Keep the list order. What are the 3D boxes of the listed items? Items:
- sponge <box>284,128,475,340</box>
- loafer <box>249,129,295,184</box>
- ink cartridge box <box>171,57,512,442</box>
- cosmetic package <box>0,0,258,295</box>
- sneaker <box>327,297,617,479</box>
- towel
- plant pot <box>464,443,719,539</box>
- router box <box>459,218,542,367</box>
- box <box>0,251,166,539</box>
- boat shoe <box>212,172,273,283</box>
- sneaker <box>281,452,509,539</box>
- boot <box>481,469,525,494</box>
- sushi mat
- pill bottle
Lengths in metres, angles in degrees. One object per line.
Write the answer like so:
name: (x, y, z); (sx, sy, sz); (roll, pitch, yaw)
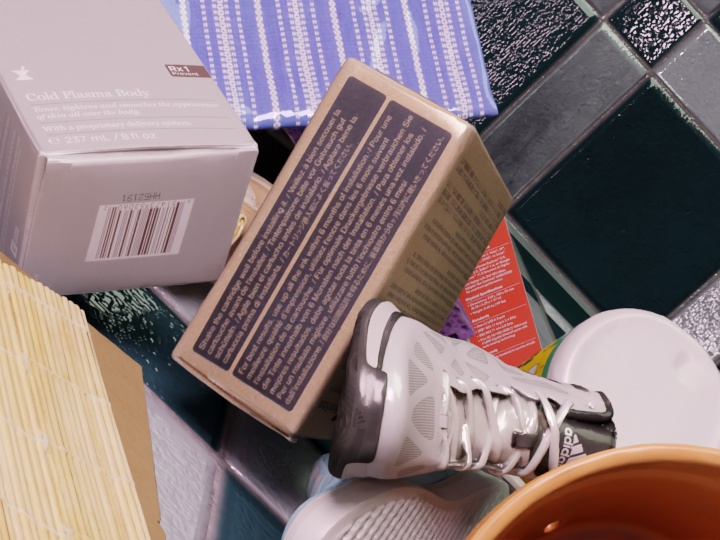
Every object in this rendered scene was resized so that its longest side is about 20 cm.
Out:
sponge: (0.003, -0.047, 0.965); (0.200, 0.030, 0.112); (55, 6, -34)
loafer: (-0.107, -0.083, 0.915); (0.199, 0.070, 0.070); (9, 20, -41)
ink cartridge box: (0.000, 0.000, 0.795); (0.075, 0.165, 0.200); (31, -1, 13)
cosmetic package: (-0.139, -0.082, 0.738); (0.106, 0.091, 0.200); (-7, 46, -32)
sneaker: (0.057, 0.060, 0.694); (0.114, 0.076, 0.200); (11, 2, 12)
towel: (-0.030, -0.145, 0.875); (0.024, 0.198, 0.146); (115, -32, -62)
plant pot: (0.116, 0.175, 0.664); (0.200, 0.200, 0.140); (47, -6, 4)
router box: (0.068, -0.006, 1.135); (0.200, 0.048, 0.181); (-129, -160, -71)
box: (-0.150, 0.021, 0.565); (0.200, 0.021, 0.164); (42, 11, -25)
boat shoe: (-0.100, -0.030, 0.859); (0.199, 0.074, 0.069); (30, 20, -27)
sneaker: (-0.001, 0.120, 0.740); (0.081, 0.075, 0.200); (18, 2, 25)
boot: (0.093, 0.171, 0.914); (0.200, 0.072, 0.144); (48, 3, 3)
sushi mat: (-0.108, 0.055, 0.514); (0.096, 0.012, 0.200); (41, 14, -40)
pill bottle: (0.129, 0.104, 0.957); (0.113, 0.113, 0.200); (47, -26, 2)
